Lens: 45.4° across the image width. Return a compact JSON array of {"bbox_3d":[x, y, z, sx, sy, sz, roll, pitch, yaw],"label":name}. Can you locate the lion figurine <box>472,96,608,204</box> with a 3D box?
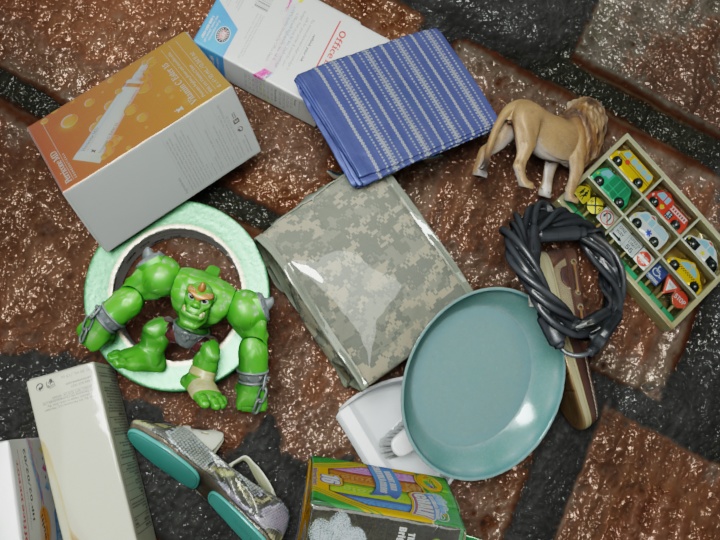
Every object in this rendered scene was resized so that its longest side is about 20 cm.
[{"bbox_3d":[0.204,-0.148,0.954,0.198,0.072,0.125,8,96,-46],"label":"lion figurine"}]

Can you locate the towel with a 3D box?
[{"bbox_3d":[0.041,-0.179,0.926,0.197,0.024,0.146,-24,75,-26],"label":"towel"}]

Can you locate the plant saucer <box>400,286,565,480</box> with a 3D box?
[{"bbox_3d":[0.122,0.114,0.889,0.196,0.036,0.205,-5,103,-23],"label":"plant saucer"}]

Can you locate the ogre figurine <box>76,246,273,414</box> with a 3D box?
[{"bbox_3d":[-0.173,0.056,0.864,0.197,0.098,0.122,24,97,14],"label":"ogre figurine"}]

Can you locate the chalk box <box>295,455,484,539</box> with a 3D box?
[{"bbox_3d":[0.034,0.280,0.864,0.195,0.124,0.128,12,99,-5],"label":"chalk box"}]

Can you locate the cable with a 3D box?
[{"bbox_3d":[0.218,0.001,0.914,0.164,0.051,0.199,50,40,5],"label":"cable"}]

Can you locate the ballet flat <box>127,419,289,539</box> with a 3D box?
[{"bbox_3d":[-0.153,0.211,0.907,0.199,0.072,0.072,40,79,1],"label":"ballet flat"}]

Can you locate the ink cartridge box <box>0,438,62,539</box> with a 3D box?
[{"bbox_3d":[-0.336,0.222,0.802,0.066,0.200,0.118,-10,82,-7],"label":"ink cartridge box"}]

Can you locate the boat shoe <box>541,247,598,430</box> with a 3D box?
[{"bbox_3d":[0.241,0.072,0.963,0.070,0.072,0.204,-10,74,-9],"label":"boat shoe"}]

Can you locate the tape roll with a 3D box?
[{"bbox_3d":[-0.196,0.029,0.934,0.195,0.048,0.206,1,80,-6],"label":"tape roll"}]

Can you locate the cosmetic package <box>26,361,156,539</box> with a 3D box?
[{"bbox_3d":[-0.268,0.202,0.870,0.070,0.105,0.204,-15,81,-7],"label":"cosmetic package"}]

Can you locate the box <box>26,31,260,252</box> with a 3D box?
[{"bbox_3d":[-0.226,-0.138,0.909,0.198,0.098,0.125,-35,53,-10],"label":"box"}]

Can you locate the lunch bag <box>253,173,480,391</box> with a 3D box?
[{"bbox_3d":[0.000,0.000,0.920,0.163,0.117,0.202,-34,93,-12],"label":"lunch bag"}]

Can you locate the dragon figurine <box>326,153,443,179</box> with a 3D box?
[{"bbox_3d":[0.040,-0.167,0.985,0.196,0.059,0.101,-19,83,-9],"label":"dragon figurine"}]

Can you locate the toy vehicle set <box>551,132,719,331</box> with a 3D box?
[{"bbox_3d":[0.335,-0.045,1.013,0.124,0.027,0.201,-42,87,-10],"label":"toy vehicle set"}]

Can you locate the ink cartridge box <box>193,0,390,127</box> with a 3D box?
[{"bbox_3d":[-0.076,-0.248,0.981,0.197,0.068,0.117,28,78,0],"label":"ink cartridge box"}]

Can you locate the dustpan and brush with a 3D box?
[{"bbox_3d":[0.089,0.155,0.936,0.198,0.057,0.141,-33,86,-12],"label":"dustpan and brush"}]
